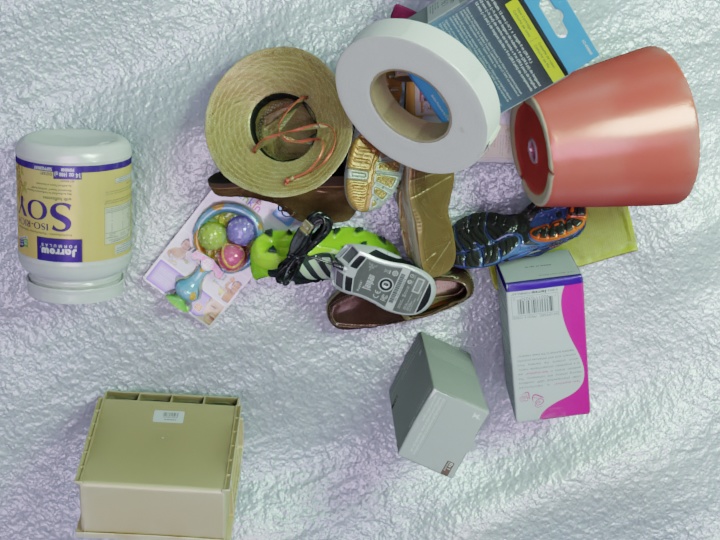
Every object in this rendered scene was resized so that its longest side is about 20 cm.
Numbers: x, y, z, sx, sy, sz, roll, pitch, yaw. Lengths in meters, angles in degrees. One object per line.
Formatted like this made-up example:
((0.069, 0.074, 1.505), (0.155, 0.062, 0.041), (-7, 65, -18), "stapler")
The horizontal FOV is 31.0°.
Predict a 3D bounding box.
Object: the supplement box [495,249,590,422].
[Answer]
((0.239, 0.086, 1.704), (0.101, 0.103, 0.201), (-7, 111, 0), "supplement box")

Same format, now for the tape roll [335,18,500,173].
((0.066, -0.199, 1.499), (0.202, 0.037, 0.203), (23, 144, 17), "tape roll")

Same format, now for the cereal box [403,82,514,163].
((0.156, -0.211, 1.661), (0.199, 0.040, 0.144), (2, 105, -1), "cereal box")

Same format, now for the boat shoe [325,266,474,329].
((0.051, 0.036, 1.713), (0.202, 0.075, 0.075), (-17, 105, 5), "boat shoe")

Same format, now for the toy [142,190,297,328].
((-0.185, -0.026, 1.709), (0.115, 0.047, 0.200), (37, 103, -12), "toy")

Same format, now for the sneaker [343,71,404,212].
((0.009, -0.169, 1.629), (0.075, 0.088, 0.201), (9, 83, -22), "sneaker")

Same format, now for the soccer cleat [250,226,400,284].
((-0.048, -0.016, 1.709), (0.199, 0.068, 0.081), (3, 144, -14), "soccer cleat")

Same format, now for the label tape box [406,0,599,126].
((0.155, -0.266, 1.512), (0.200, 0.066, 0.143), (-30, 116, 17), "label tape box")

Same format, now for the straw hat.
((-0.091, -0.175, 1.641), (0.200, 0.085, 0.202), (-3, 80, 17), "straw hat")

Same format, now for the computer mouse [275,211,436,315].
((0.000, 0.000, 1.651), (0.199, 0.044, 0.110), (21, 112, -11), "computer mouse")

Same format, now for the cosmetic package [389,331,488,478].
((0.099, 0.171, 1.687), (0.090, 0.200, 0.107), (25, 104, -7), "cosmetic package")

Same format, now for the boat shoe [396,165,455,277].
((0.075, -0.092, 1.655), (0.074, 0.069, 0.201), (-15, 114, -28), "boat shoe")

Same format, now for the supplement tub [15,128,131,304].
((-0.362, -0.070, 1.645), (0.145, 0.145, 0.201), (2, 106, -1), "supplement tub")

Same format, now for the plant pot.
((0.287, -0.162, 1.576), (0.177, 0.200, 0.201), (-12, 106, -10), "plant pot")

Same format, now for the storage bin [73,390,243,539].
((-0.262, 0.254, 1.716), (0.199, 0.199, 0.094), (3, 123, -1), "storage bin")

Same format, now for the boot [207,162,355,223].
((-0.098, -0.096, 1.677), (0.199, 0.074, 0.076), (0, 116, -8), "boot")

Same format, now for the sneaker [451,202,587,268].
((0.203, -0.041, 1.679), (0.199, 0.078, 0.076), (-13, 69, 19), "sneaker")

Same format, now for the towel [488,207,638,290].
((0.264, -0.038, 1.723), (0.199, 0.018, 0.086), (-16, 106, 4), "towel")

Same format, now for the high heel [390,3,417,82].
((0.134, -0.282, 1.601), (0.199, 0.067, 0.096), (-1, 83, -1), "high heel")
